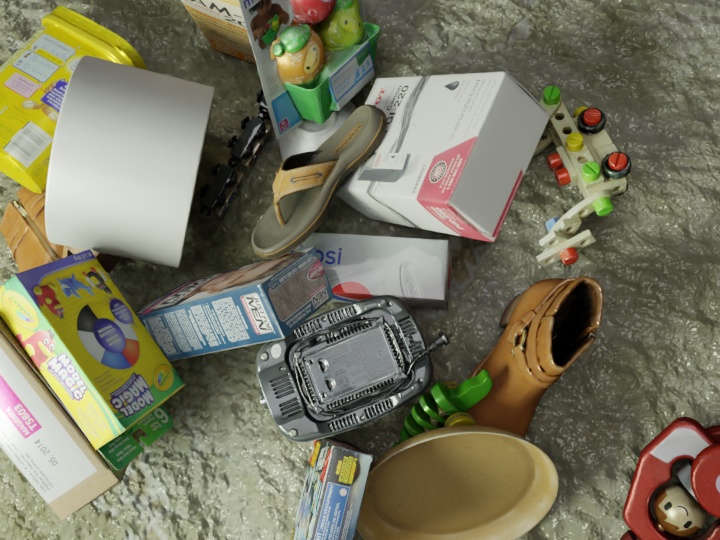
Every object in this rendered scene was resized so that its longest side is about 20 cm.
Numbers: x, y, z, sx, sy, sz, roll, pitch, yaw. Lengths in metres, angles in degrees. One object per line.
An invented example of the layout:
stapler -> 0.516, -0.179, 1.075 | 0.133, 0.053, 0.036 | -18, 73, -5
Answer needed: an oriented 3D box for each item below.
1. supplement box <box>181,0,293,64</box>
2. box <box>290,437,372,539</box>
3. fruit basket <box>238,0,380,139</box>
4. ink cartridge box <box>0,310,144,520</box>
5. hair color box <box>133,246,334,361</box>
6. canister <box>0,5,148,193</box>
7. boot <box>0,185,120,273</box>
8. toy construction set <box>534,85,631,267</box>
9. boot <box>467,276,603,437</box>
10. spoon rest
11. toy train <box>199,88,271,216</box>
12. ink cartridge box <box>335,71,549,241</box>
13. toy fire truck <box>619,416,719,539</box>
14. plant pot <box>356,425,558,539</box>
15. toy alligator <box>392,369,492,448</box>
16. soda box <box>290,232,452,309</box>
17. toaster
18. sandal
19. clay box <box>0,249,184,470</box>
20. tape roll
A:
supplement box -> -0.137, -0.312, 0.854 | 0.125, 0.200, 0.074 | 24, 82, 14
box -> -0.035, 0.231, 0.710 | 0.040, 0.200, 0.138 | 15, 79, -5
fruit basket -> -0.047, -0.268, 0.805 | 0.093, 0.201, 0.185 | 28, 59, 24
ink cartridge box -> -0.315, 0.127, 0.766 | 0.075, 0.165, 0.201 | -34, 100, 1
hair color box -> -0.137, 0.038, 0.779 | 0.199, 0.100, 0.061 | -13, 105, 34
canister -> -0.377, -0.207, 0.907 | 0.148, 0.087, 0.201 | 30, 70, 16
boot -> -0.392, -0.008, 0.893 | 0.155, 0.077, 0.201 | 37, 92, 20
toy construction set -> 0.210, -0.109, 0.805 | 0.130, 0.092, 0.201 | -20, 75, 4
boot -> 0.168, 0.102, 0.721 | 0.076, 0.155, 0.201 | 26, 78, -5
spoon rest -> -0.064, -0.128, 0.882 | 0.099, 0.061, 0.201 | 13, 66, 11
toy train -> -0.136, -0.151, 0.898 | 0.034, 0.046, 0.201 | 27, 80, 6
ink cartridge box -> 0.074, -0.123, 0.783 | 0.199, 0.085, 0.147 | 15, 77, 53
toy fire truck -> 0.337, 0.250, 0.701 | 0.200, 0.112, 0.168 | 45, 106, 17
plant pot -> 0.089, 0.212, 0.720 | 0.199, 0.201, 0.028 | -17, 38, 5
toy alligator -> 0.059, 0.171, 0.743 | 0.054, 0.059, 0.201 | 22, 115, -19
soda box -> 0.000, 0.000, 0.830 | 0.198, 0.063, 0.069 | 4, 78, 11
toaster -> -0.003, 0.095, 0.769 | 0.199, 0.129, 0.114 | -24, 83, 4
sandal -> -0.051, -0.101, 0.779 | 0.200, 0.055, 0.082 | -49, 37, 0
clay box -> -0.253, 0.083, 0.732 | 0.047, 0.115, 0.201 | -35, 92, 21
tape roll -> -0.244, -0.115, 0.807 | 0.138, 0.203, 0.204 | 12, 78, -13
